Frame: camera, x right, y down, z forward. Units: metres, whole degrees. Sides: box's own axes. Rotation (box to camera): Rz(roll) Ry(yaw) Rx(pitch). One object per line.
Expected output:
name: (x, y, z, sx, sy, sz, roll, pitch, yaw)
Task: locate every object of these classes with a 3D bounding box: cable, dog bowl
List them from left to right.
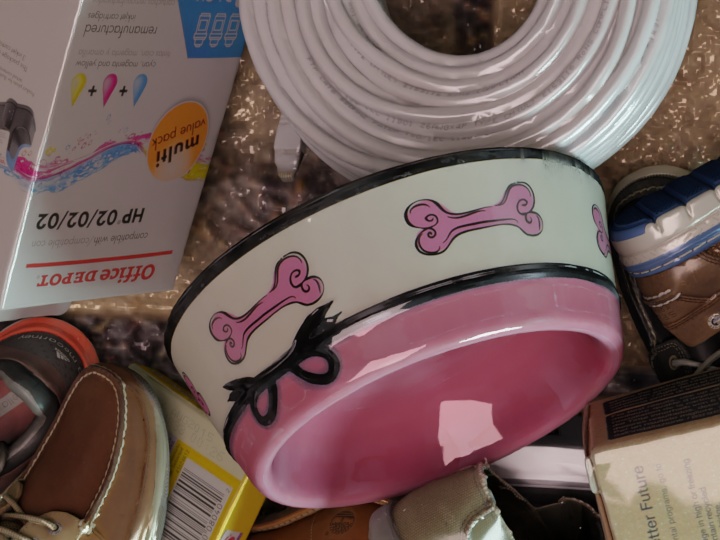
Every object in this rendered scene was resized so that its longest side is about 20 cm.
dog bowl: (0.023, 0.032, 0.933, 0.199, 0.200, 0.074, -28, 66, 17)
cable: (0.044, -0.127, 0.953, 0.199, 0.069, 0.202, -7, 83, 15)

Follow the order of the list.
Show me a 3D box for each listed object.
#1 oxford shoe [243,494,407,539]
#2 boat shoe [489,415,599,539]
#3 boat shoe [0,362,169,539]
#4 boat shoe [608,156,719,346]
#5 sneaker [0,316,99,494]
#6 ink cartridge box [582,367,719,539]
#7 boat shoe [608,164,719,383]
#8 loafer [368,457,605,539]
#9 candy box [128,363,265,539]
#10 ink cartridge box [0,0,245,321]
oxford shoe: (-0.046, 0.162, 1.054, 0.071, 0.072, 0.200, 35, 137, -15)
boat shoe: (0.056, 0.104, 1.050, 0.198, 0.070, 0.067, 1, 105, 3)
boat shoe: (-0.148, 0.138, 1.031, 0.075, 0.072, 0.201, 14, 86, 43)
boat shoe: (0.209, -0.035, 0.965, 0.199, 0.072, 0.073, -27, 102, 5)
sneaker: (-0.214, 0.100, 1.091, 0.077, 0.082, 0.200, 43, 109, -3)
ink cartridge box: (0.195, 0.138, 0.939, 0.164, 0.075, 0.201, -13, 104, 8)
boat shoe: (0.170, 0.046, 1.008, 0.071, 0.068, 0.201, -23, 99, 18)
loafer: (0.094, 0.148, 0.992, 0.200, 0.075, 0.070, 32, 116, -33)
candy box: (-0.116, 0.156, 1.065, 0.102, 0.026, 0.201, 30, 96, 42)
ink cartridge box: (-0.128, -0.052, 1.004, 0.068, 0.115, 0.201, 31, 113, 33)
